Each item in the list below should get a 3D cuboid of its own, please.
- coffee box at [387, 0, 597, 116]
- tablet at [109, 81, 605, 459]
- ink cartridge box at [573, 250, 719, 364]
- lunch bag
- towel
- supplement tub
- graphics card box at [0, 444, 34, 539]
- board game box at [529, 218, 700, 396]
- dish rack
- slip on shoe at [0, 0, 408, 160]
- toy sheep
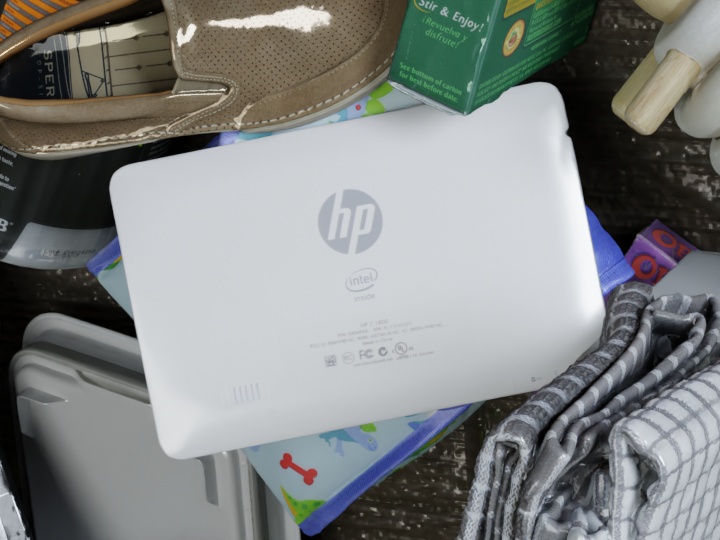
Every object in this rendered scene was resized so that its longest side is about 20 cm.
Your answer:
[{"bbox_3d":[0.077,-0.174,1.161,0.044,0.123,0.200,26,121,20],"label":"coffee box"},{"bbox_3d":[0.000,0.000,1.200,0.200,0.014,0.130,-11,88,1],"label":"tablet"},{"bbox_3d":[0.153,0.107,1.189,0.083,0.145,0.200,8,113,25],"label":"ink cartridge box"},{"bbox_3d":[0.004,-0.006,1.266,0.200,0.127,0.170,-41,87,30],"label":"lunch bag"},{"bbox_3d":[0.086,0.113,1.043,0.085,0.166,0.200,24,118,23],"label":"towel"},{"bbox_3d":[-0.131,-0.110,1.295,0.122,0.123,0.200,33,121,12],"label":"supplement tub"},{"bbox_3d":[-0.209,0.098,1.407,0.125,0.051,0.200,165,85,-74],"label":"graphics card box"},{"bbox_3d":[0.180,0.082,1.267,0.200,0.032,0.120,38,125,9],"label":"board game box"},{"bbox_3d":[-0.108,0.129,1.401,0.171,0.044,0.200,18,126,31],"label":"dish rack"},{"bbox_3d":[-0.069,-0.096,1.187,0.200,0.061,0.076,-10,78,5],"label":"slip on shoe"},{"bbox_3d":[0.188,-0.082,1.137,0.200,0.138,0.138,36,123,-7],"label":"toy sheep"}]
